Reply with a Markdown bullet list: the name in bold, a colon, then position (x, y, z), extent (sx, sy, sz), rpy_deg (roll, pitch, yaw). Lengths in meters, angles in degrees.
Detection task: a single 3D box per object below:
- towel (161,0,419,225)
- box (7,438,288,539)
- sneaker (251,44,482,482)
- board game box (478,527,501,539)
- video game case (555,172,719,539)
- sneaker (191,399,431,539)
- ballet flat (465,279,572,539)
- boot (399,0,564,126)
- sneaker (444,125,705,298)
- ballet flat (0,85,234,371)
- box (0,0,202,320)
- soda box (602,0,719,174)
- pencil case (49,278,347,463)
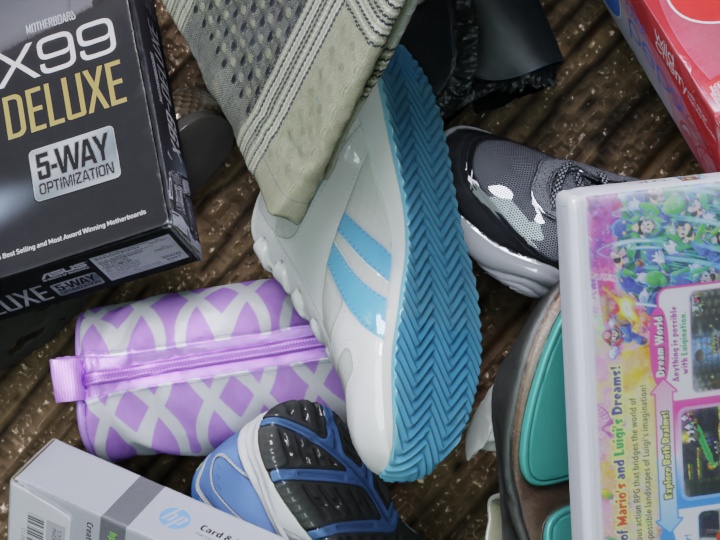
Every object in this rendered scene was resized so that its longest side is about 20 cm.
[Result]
- **towel**: position (-0.016, -0.149, 0.984), extent (0.034, 0.193, 0.200), rpy_deg (8, 127, -33)
- **box**: position (-0.071, 0.181, 1.096), extent (0.200, 0.041, 0.156), rpy_deg (21, 128, 19)
- **sneaker**: position (0.000, 0.000, 1.059), extent (0.081, 0.076, 0.201), rpy_deg (-17, 68, 27)
- **board game box**: position (0.111, 0.174, 1.149), extent (0.200, 0.029, 0.135), rpy_deg (-41, 88, 5)
- **video game case**: position (0.175, 0.055, 1.013), extent (0.182, 0.024, 0.201), rpy_deg (-6, 102, -14)
- **sneaker**: position (-0.004, 0.152, 1.115), extent (0.077, 0.076, 0.200), rpy_deg (-24, 102, 40)
- **ballet flat**: position (0.081, 0.097, 1.095), extent (0.068, 0.068, 0.201), rpy_deg (-7, 102, -39)
- **boot**: position (-0.017, -0.137, 1.120), extent (0.200, 0.076, 0.169), rpy_deg (-15, 87, -2)
- **sneaker**: position (0.131, -0.028, 1.089), extent (0.200, 0.114, 0.076), rpy_deg (30, 50, -4)
- **ballet flat**: position (-0.146, -0.020, 1.149), extent (0.200, 0.067, 0.046), rpy_deg (-43, 56, 4)
- **box**: position (-0.184, -0.054, 1.112), extent (0.200, 0.050, 0.158), rpy_deg (-16, 66, 10)
- **soda box**: position (0.148, -0.125, 1.060), extent (0.063, 0.070, 0.200), rpy_deg (-22, 53, -3)
- **pencil case**: position (-0.039, 0.043, 1.126), extent (0.199, 0.085, 0.084), rpy_deg (-11, 90, 5)
